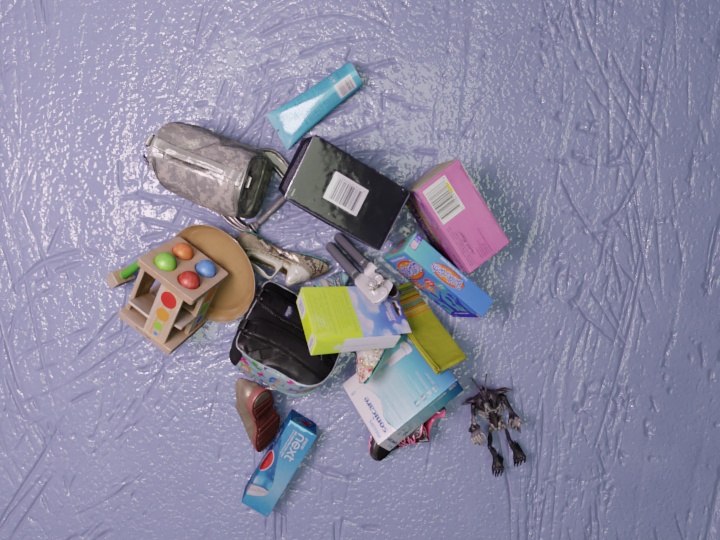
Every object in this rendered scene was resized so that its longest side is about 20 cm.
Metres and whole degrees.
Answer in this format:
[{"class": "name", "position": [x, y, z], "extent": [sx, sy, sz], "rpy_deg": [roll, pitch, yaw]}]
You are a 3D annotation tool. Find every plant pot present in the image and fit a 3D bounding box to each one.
[{"class": "plant pot", "position": [-0.289, 0.004, 1.081], "extent": [0.194, 0.028, 0.206], "rpy_deg": [7, 113, 17]}]

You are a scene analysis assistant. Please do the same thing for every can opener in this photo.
[{"class": "can opener", "position": [0.000, 0.000, 1.076], "extent": [0.053, 0.200, 0.066], "rpy_deg": [-45, 143, 0]}]

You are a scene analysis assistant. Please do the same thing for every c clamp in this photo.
[{"class": "c clamp", "position": [-0.187, -0.147, 1.106], "extent": [0.198, 0.027, 0.172], "rpy_deg": [-37, 98, 0]}]

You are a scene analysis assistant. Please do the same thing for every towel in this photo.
[{"class": "towel", "position": [0.124, 0.108, 1.093], "extent": [0.084, 0.018, 0.202], "rpy_deg": [-19, 58, -30]}]

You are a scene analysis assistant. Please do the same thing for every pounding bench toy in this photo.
[{"class": "pounding bench toy", "position": [-0.376, 0.016, 1.030], "extent": [0.198, 0.124, 0.158], "rpy_deg": [35, 118, 3]}]

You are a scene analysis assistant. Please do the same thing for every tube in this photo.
[{"class": "tube", "position": [-0.087, -0.330, 1.086], "extent": [0.197, 0.050, 0.078], "rpy_deg": [-34, 94, 5]}]

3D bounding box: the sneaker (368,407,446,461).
[{"class": "sneaker", "position": [0.099, 0.330, 1.142], "extent": [0.200, 0.095, 0.079], "rpy_deg": [-47, 138, 3]}]

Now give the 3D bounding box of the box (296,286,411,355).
[{"class": "box", "position": [-0.013, 0.089, 1.037], "extent": [0.195, 0.124, 0.048], "rpy_deg": [-1, 139, -26]}]

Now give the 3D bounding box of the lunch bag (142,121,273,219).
[{"class": "lunch bag", "position": [-0.275, -0.187, 1.011], "extent": [0.195, 0.168, 0.143], "rpy_deg": [21, 89, 2]}]

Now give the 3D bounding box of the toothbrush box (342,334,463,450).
[{"class": "toothbrush box", "position": [0.085, 0.236, 1.108], "extent": [0.199, 0.086, 0.147], "rpy_deg": [-39, 58, 0]}]

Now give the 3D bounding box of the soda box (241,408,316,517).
[{"class": "soda box", "position": [-0.169, 0.402, 1.152], "extent": [0.067, 0.064, 0.203], "rpy_deg": [31, 93, -8]}]

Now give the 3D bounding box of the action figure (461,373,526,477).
[{"class": "action figure", "position": [0.287, 0.327, 1.163], "extent": [0.116, 0.102, 0.205], "rpy_deg": [-21, 100, 10]}]

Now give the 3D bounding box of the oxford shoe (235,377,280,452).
[{"class": "oxford shoe", "position": [-0.212, 0.289, 1.114], "extent": [0.074, 0.070, 0.204], "rpy_deg": [29, 135, 28]}]

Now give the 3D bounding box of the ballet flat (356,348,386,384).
[{"class": "ballet flat", "position": [0.029, 0.138, 1.094], "extent": [0.064, 0.201, 0.076], "rpy_deg": [40, 135, -3]}]

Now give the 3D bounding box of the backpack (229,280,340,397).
[{"class": "backpack", "position": [-0.139, 0.144, 1.064], "extent": [0.196, 0.151, 0.181], "rpy_deg": [25, 55, -5]}]

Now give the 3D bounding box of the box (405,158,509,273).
[{"class": "box", "position": [0.171, -0.105, 1.053], "extent": [0.096, 0.200, 0.178], "rpy_deg": [-35, 99, 1]}]

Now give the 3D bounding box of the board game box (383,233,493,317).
[{"class": "board game box", "position": [0.148, 0.015, 1.087], "extent": [0.199, 0.152, 0.045], "rpy_deg": [40, 79, -7]}]

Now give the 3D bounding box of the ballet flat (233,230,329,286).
[{"class": "ballet flat", "position": [-0.162, -0.011, 1.096], "extent": [0.195, 0.068, 0.077], "rpy_deg": [22, 53, -9]}]

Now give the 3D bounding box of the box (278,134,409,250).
[{"class": "box", "position": [-0.039, -0.146, 1.021], "extent": [0.196, 0.198, 0.125], "rpy_deg": [28, 96, -16]}]

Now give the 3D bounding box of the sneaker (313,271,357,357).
[{"class": "sneaker", "position": [-0.013, 0.095, 1.125], "extent": [0.085, 0.077, 0.203], "rpy_deg": [-32, 101, -9]}]
